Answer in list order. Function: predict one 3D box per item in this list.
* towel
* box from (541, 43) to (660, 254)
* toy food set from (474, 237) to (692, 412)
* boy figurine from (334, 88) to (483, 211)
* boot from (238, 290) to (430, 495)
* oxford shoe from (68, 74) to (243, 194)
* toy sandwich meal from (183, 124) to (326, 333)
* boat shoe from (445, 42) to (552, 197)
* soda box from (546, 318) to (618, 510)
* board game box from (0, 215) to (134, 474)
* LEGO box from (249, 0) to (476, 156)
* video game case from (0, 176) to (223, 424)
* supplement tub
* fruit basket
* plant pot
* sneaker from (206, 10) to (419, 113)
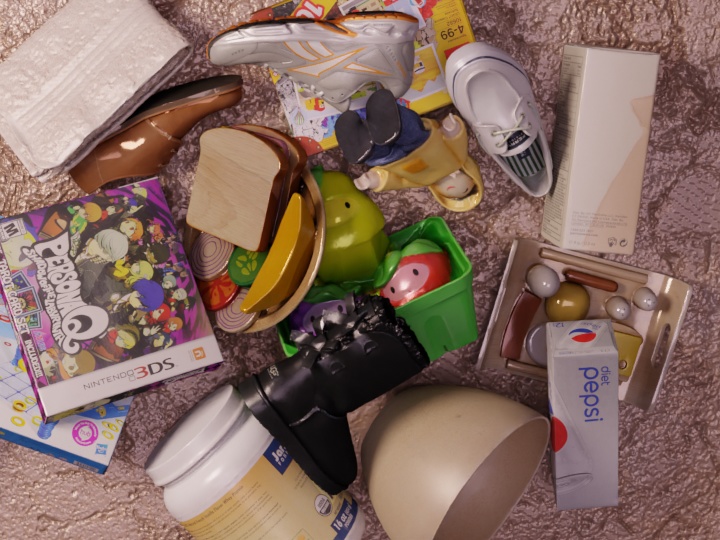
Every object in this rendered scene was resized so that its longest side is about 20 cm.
[{"bbox_3d":[-0.270,-0.191,1.402,0.200,0.034,0.133,-43,70,2],"label":"towel"},{"bbox_3d":[0.239,-0.123,1.461,0.077,0.095,0.201,5,101,-7],"label":"box"},{"bbox_3d":[0.231,0.058,1.510,0.199,0.060,0.144,15,99,-7],"label":"toy food set"},{"bbox_3d":[0.053,-0.108,1.415,0.124,0.200,0.065,-30,60,21],"label":"boy figurine"},{"bbox_3d":[-0.007,0.118,1.389,0.162,0.073,0.198,-34,132,4],"label":"boot"},{"bbox_3d":[-0.198,-0.135,1.435,0.199,0.071,0.071,-23,107,11],"label":"oxford shoe"},{"bbox_3d":[-0.114,-0.040,1.407,0.070,0.205,0.206,13,103,-52],"label":"toy sandwich meal"},{"bbox_3d":[0.147,-0.143,1.406,0.073,0.067,0.200,-31,143,13],"label":"boat shoe"},{"bbox_3d":[0.228,0.149,1.490,0.068,0.064,0.201,-4,122,3],"label":"soda box"},{"bbox_3d":[-0.307,0.071,1.421,0.199,0.056,0.197,21,69,-9],"label":"board game box"},{"bbox_3d":[0.007,-0.215,1.430,0.199,0.077,0.149,-21,101,-1],"label":"LEGO box"},{"bbox_3d":[-0.249,0.026,1.403,0.181,0.036,0.201,-16,78,-22],"label":"video game case"},{"bbox_3d":[-0.107,0.228,1.468,0.144,0.144,0.200,-41,102,3],"label":"supplement tub"},{"bbox_3d":[0.000,0.000,1.444,0.215,0.156,0.216,-6,118,-11],"label":"fruit basket"},{"bbox_3d":[0.078,0.194,1.473,0.134,0.200,0.201,34,97,24],"label":"plant pot"},{"bbox_3d":[-0.043,-0.190,1.355,0.199,0.076,0.092,-3,105,-3],"label":"sneaker"}]
